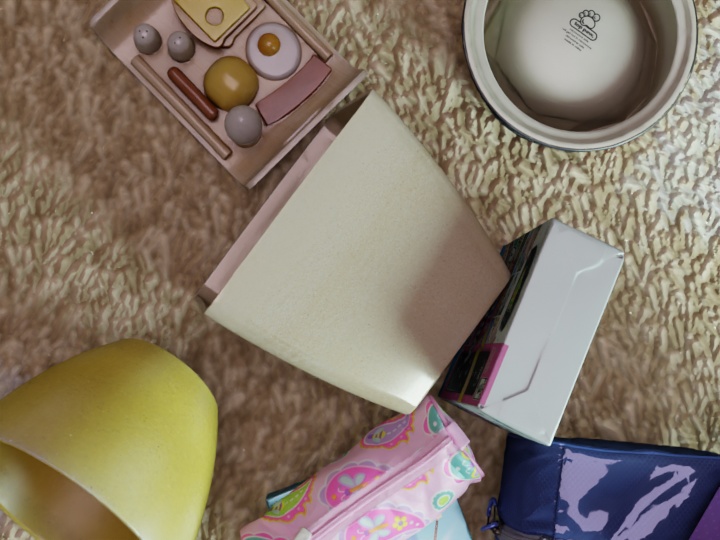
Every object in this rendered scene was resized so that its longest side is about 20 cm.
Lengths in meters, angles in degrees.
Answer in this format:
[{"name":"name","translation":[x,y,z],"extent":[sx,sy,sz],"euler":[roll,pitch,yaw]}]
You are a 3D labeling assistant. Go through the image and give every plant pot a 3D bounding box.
[{"name":"plant pot","translation":[0.000,0.000,0.937],"extent":[0.176,0.200,0.201],"euler":[38,85,-9]},{"name":"plant pot","translation":[-0.192,0.139,0.930],"extent":[0.199,0.200,0.143],"euler":[34,58,1]}]

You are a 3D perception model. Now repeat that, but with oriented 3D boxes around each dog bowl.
[{"name":"dog bowl","translation":[0.181,-0.195,1.010],"extent":[0.197,0.074,0.203],"euler":[0,85,-1]}]

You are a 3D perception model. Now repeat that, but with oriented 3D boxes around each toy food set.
[{"name":"toy food set","translation":[-0.112,-0.187,1.008],"extent":[0.143,0.060,0.200],"euler":[-44,88,-4]}]

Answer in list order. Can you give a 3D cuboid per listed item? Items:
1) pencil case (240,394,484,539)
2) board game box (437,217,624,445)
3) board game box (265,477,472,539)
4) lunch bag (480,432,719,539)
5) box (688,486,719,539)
[{"name":"pencil case","translation":[-0.001,0.184,0.922],"extent":[0.199,0.087,0.088],"euler":[-34,87,-5]},{"name":"board game box","translation":[0.128,0.049,0.924],"extent":[0.064,0.200,0.149],"euler":[24,84,-1]},{"name":"board game box","translation":[0.025,0.255,0.982],"extent":[0.149,0.047,0.202],"euler":[-21,86,-3]},{"name":"lunch bag","translation":[0.194,0.204,0.946],"extent":[0.197,0.136,0.134],"euler":[5,85,-1]},{"name":"box","translation":[0.312,0.212,0.896],"extent":[0.200,0.039,0.137],"euler":[-48,118,-28]}]
